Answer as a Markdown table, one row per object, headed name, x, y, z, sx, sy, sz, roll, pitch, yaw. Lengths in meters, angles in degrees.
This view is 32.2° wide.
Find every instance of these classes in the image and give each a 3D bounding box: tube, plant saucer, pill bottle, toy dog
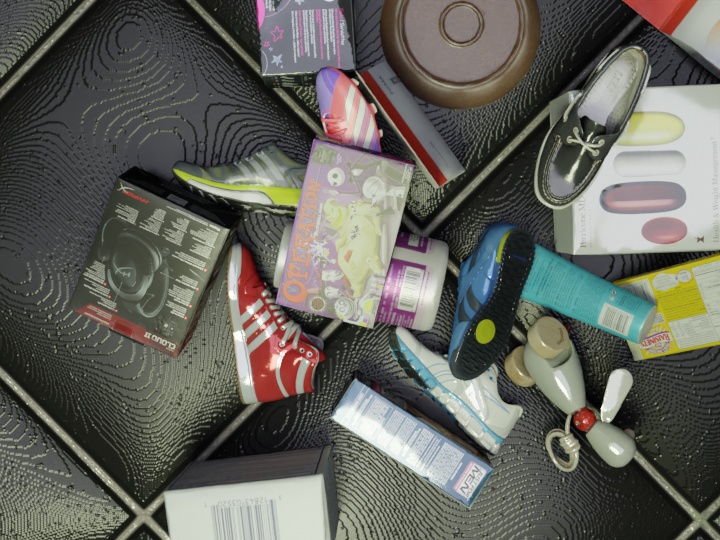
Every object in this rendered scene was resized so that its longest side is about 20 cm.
| name | x | y | z | sx | sy | sz | roll | pitch | yaw |
| --- | --- | --- | --- | --- | --- | --- | --- | --- | --- |
| tube | 0.258 | 0.026 | 1.515 | 0.199 | 0.050 | 0.078 | 26 | 89 | 23 |
| plant saucer | 0.123 | -0.299 | 1.528 | 0.199 | 0.034 | 0.202 | 0 | 93 | 0 |
| pill bottle | 0.000 | 0.000 | 1.507 | 0.199 | 0.112 | 0.113 | 13 | 93 | 1 |
| toy dog | 0.267 | 0.138 | 1.520 | 0.096 | 0.132 | 0.201 | -32 | 98 | -36 |

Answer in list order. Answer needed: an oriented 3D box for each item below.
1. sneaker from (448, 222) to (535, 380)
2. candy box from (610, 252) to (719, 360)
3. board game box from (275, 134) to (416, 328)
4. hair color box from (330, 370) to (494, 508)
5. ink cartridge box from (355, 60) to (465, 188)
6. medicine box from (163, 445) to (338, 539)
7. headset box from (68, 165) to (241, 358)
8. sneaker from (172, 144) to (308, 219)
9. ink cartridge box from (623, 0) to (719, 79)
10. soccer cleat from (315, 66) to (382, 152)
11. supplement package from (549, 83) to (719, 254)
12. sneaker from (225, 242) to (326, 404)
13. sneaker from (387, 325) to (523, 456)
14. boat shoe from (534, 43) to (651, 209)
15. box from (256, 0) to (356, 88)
| name | x | y | z | sx | sy | sz | roll | pitch | yaw |
| --- | --- | --- | --- | --- | --- | --- | --- | --- | --- |
| sneaker | 0.146 | 0.037 | 1.520 | 0.066 | 0.078 | 0.201 | 26 | 81 | -35 |
| candy box | 0.383 | 0.043 | 1.473 | 0.026 | 0.200 | 0.103 | -26 | 94 | -37 |
| board game box | -0.018 | -0.042 | 1.424 | 0.119 | 0.032 | 0.201 | 15 | 107 | 4 |
| hair color box | 0.062 | 0.203 | 1.522 | 0.199 | 0.100 | 0.061 | 34 | 92 | -1 |
| ink cartridge box | 0.060 | -0.171 | 1.452 | 0.057 | 0.200 | 0.163 | -36 | 91 | -1 |
| medicine box | -0.122 | 0.281 | 1.479 | 0.181 | 0.200 | 0.104 | -7 | 91 | 2 |
| headset box | -0.252 | -0.002 | 1.514 | 0.148 | 0.077 | 0.201 | 24 | 108 | 0 |
| sneaker | -0.131 | -0.115 | 1.533 | 0.199 | 0.074 | 0.081 | 9 | 77 | -1 |
| ink cartridge box | 0.442 | -0.336 | 1.512 | 0.200 | 0.050 | 0.162 | 38 | 93 | -4 |
| soccer cleat | -0.013 | -0.134 | 1.434 | 0.076 | 0.067 | 0.201 | -37 | 120 | -28 |
| supplement package | 0.335 | -0.118 | 1.476 | 0.199 | 0.147 | 0.193 | -3 | 93 | 0 |
| sneaker | -0.103 | 0.061 | 1.532 | 0.112 | 0.071 | 0.201 | -6 | 100 | 5 |
| sneaker | 0.119 | 0.130 | 1.539 | 0.200 | 0.075 | 0.087 | 45 | 82 | -6 |
| boat shoe | 0.256 | -0.159 | 1.370 | 0.074 | 0.060 | 0.201 | 34 | 91 | 0 |
| box | -0.064 | -0.325 | 1.481 | 0.114 | 0.132 | 0.201 | -2 | 92 | -1 |
